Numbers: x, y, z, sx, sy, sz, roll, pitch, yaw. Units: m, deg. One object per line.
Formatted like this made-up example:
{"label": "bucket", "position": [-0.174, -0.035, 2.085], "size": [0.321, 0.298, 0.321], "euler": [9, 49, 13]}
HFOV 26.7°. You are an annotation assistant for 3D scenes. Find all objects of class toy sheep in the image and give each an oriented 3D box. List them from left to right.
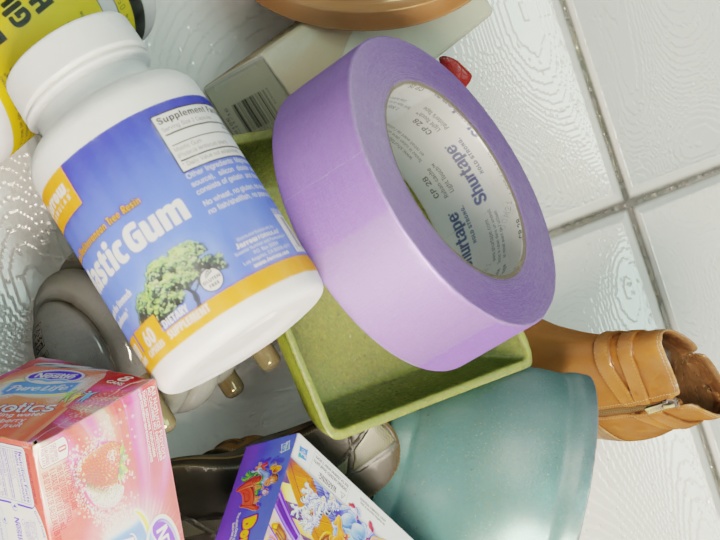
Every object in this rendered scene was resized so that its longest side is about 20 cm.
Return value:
{"label": "toy sheep", "position": [-0.137, 0.036, 0.956], "size": [0.199, 0.137, 0.139], "euler": [-29, 97, -44]}

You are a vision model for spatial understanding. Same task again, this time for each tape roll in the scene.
{"label": "tape roll", "position": [0.036, -0.042, 0.937], "size": [0.200, 0.065, 0.201], "euler": [38, 36, -34]}

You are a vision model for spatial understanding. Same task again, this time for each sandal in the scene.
{"label": "sandal", "position": [-0.072, 0.134, 0.989], "size": [0.199, 0.055, 0.082], "euler": [-23, 110, 2]}

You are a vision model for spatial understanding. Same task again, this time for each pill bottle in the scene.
{"label": "pill bottle", "position": [-0.228, -0.135, 0.938], "size": [0.113, 0.112, 0.200], "euler": [51, 58, -15]}
{"label": "pill bottle", "position": [-0.117, -0.042, 0.862], "size": [0.112, 0.112, 0.201], "euler": [-28, 80, -34]}

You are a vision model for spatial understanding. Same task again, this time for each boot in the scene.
{"label": "boot", "position": [0.169, 0.062, 1.138], "size": [0.199, 0.154, 0.074], "euler": [31, 66, -25]}

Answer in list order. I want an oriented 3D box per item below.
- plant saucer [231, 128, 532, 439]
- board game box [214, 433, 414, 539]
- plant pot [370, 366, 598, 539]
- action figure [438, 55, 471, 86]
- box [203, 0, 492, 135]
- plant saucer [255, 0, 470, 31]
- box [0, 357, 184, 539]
{"label": "plant saucer", "position": [0.000, 0.000, 1.000], "size": [0.199, 0.048, 0.201], "euler": [-15, 79, -43]}
{"label": "board game box", "position": [-0.008, 0.211, 0.898], "size": [0.200, 0.045, 0.135], "euler": [46, 43, -30]}
{"label": "plant pot", "position": [0.070, 0.153, 1.051], "size": [0.133, 0.200, 0.202], "euler": [15, 71, -3]}
{"label": "action figure", "position": [0.015, -0.072, 1.118], "size": [0.099, 0.065, 0.202], "euler": [26, 66, -34]}
{"label": "box", "position": [-0.006, -0.160, 1.103], "size": [0.200, 0.095, 0.078], "euler": [-42, 103, -34]}
{"label": "plant saucer", "position": [0.002, -0.243, 1.081], "size": [0.198, 0.032, 0.201], "euler": [0, 46, 0]}
{"label": "box", "position": [-0.162, 0.161, 0.850], "size": [0.094, 0.102, 0.202], "euler": [-27, 116, -47]}
